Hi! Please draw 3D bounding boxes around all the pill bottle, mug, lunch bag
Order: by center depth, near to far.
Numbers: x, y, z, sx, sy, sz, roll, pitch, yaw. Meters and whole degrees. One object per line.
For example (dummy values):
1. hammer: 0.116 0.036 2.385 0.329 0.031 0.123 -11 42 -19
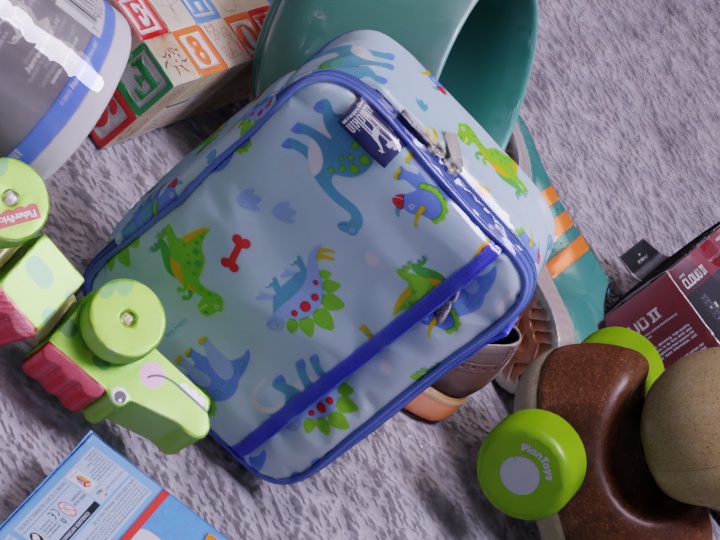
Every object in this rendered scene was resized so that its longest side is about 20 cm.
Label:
1. pill bottle: -0.212 -0.128 1.275 0.200 0.114 0.114 38 31 -25
2. lunch bag: -0.017 -0.003 1.330 0.161 0.200 0.082 47 29 -10
3. mug: 0.008 -0.091 1.502 0.114 0.185 0.152 21 12 19

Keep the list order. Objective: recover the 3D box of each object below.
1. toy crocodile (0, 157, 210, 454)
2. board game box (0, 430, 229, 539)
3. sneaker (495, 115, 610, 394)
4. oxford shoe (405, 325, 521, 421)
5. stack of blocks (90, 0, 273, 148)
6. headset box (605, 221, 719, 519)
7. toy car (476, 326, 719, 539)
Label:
1. toy crocodile: -0.148 0.013 1.262 0.200 0.067 0.062 46 60 -12
2. board game box: -0.067 0.164 1.178 0.200 0.037 0.151 37 22 1
3. sneaker: 0.099 -0.010 1.659 0.080 0.071 0.200 19 50 -47
4. oxford shoe: 0.000 0.000 1.488 0.200 0.073 0.071 35 33 -29
5. stack of blocks: -0.103 -0.145 1.516 0.115 0.059 0.200 55 28 5
6. headset box: 0.233 0.063 1.764 0.200 0.075 0.149 53 28 1
7. toy car: 0.189 0.104 1.488 0.164 0.200 0.158 -38 113 -60
